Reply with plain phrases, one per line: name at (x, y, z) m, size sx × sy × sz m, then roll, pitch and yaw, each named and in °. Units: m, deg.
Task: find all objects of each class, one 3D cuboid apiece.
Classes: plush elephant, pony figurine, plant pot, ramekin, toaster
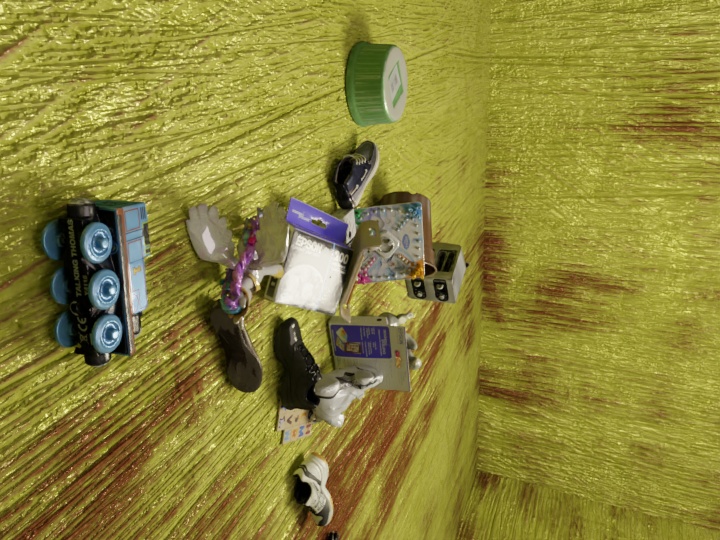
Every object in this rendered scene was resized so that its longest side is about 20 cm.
plush elephant at (0.079, 0.188, 1.566) m, size 0.156 × 0.160 × 0.204 m, roll 83°, pitch -5°, yaw -59°
pony figurine at (-0.182, -0.029, 0.919) m, size 0.201 × 0.161 × 0.198 m, roll -72°, pitch 163°, yaw -67°
plant pot at (0.122, -0.101, 1.563) m, size 0.200 × 0.195 × 0.204 m, roll 38°, pitch 55°, yaw -63°
ramekin at (0.047, -0.462, 1.385) m, size 0.199 × 0.095 × 0.206 m, roll 7°, pitch 90°, yaw -67°
toaster at (0.265, 0.002, 1.922) m, size 0.120 × 0.176 × 0.203 m, roll 70°, pitch 36°, yaw -44°

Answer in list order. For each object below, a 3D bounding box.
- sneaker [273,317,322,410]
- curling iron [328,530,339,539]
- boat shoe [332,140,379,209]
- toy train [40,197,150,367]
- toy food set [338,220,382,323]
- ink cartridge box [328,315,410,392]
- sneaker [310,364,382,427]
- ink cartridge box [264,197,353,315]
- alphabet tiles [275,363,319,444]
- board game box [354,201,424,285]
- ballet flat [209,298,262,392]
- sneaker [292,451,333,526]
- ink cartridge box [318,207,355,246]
sneaker at (-0.123, 0.196, 1.159) m, size 0.076 × 0.089 × 0.206 m, roll -31°, pitch 119°, yaw -56°
curling iron at (-0.099, 0.780, 1.445) m, size 0.204 × 0.025 × 0.050 m, roll -68°, pitch -171°, yaw -25°
boat shoe at (-0.009, -0.253, 1.335) m, size 0.093 × 0.073 × 0.204 m, roll 71°, pitch 34°, yaw -59°
toy train at (-0.312, 0.011, 0.680) m, size 0.114 × 0.084 × 0.206 m, roll -38°, pitch 130°, yaw -67°
toy food set at (0.000, 0.000, 1.262) m, size 0.144 × 0.059 × 0.204 m, roll -96°, pitch -156°, yaw -64°
ink cartridge box at (0.027, 0.207, 1.385) m, size 0.044 × 0.194 × 0.203 m, roll -62°, pitch 150°, yaw -57°
sneaker at (-0.037, 0.300, 1.335) m, size 0.195 × 0.075 × 0.118 m, roll -6°, pitch 113°, yaw -32°
ink cartridge box at (-0.095, -0.022, 1.139) m, size 0.196 × 0.043 × 0.206 m, roll 18°, pitch 86°, yaw -53°
alphabet tiles at (-0.134, 0.300, 1.270) m, size 0.199 × 0.006 × 0.172 m, roll 16°, pitch 80°, yaw -67°
board game box at (0.064, -0.063, 1.411) m, size 0.026 × 0.194 × 0.205 m, roll -97°, pitch -178°, yaw -67°
ballet flat at (-0.217, 0.132, 0.977) m, size 0.047 × 0.066 × 0.204 m, roll -107°, pitch -177°, yaw -57°
sneaker at (-0.120, 0.528, 1.305) m, size 0.087 × 0.074 × 0.205 m, roll -29°, pitch 120°, yaw -44°
ink cartridge box at (-0.069, -0.064, 1.282) m, size 0.200 × 0.043 × 0.096 m, roll -48°, pitch 138°, yaw -53°
